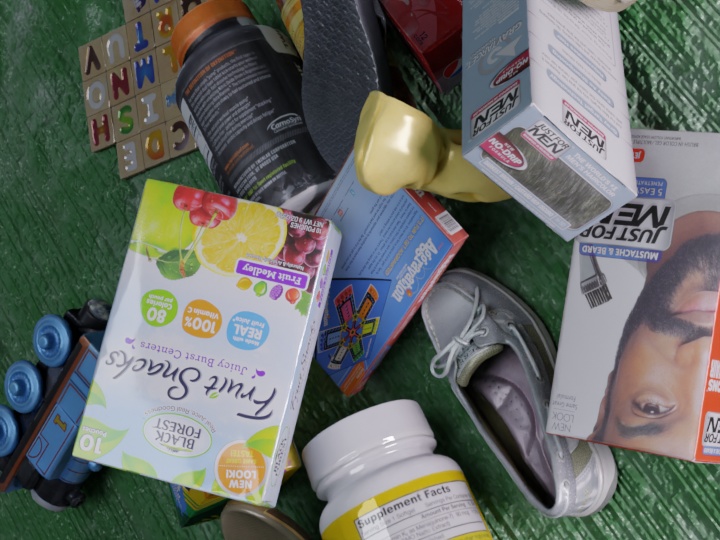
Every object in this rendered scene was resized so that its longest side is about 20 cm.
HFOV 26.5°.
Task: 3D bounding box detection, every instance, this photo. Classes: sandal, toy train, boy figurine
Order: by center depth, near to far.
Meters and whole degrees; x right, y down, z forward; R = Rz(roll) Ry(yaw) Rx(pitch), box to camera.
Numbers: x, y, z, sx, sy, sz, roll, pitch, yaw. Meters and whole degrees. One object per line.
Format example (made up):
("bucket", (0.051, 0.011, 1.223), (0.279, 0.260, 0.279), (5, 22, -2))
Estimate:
("boy figurine", (0.059, -0.079, 1.012), (0.124, 0.199, 0.065), (24, 103, 40))
("sandal", (-0.007, -0.169, 1.080), (0.075, 0.043, 0.203), (3, 104, 41))
("sandal", (-0.060, 0.265, 1.147), (0.079, 0.054, 0.202), (-2, 110, 29))
("toy train", (-0.254, 0.122, 1.338), (0.114, 0.086, 0.201), (45, 115, 25))

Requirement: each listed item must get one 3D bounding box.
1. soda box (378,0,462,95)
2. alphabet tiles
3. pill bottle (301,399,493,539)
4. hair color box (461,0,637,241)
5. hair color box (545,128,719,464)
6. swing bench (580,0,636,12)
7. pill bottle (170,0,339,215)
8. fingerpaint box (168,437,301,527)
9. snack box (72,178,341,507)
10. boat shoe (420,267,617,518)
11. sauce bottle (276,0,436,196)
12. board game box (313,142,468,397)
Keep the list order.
("soda box", (0.025, -0.228, 1.118), (0.063, 0.070, 0.201), (-36, 64, 2))
("alphabet tiles", (-0.175, -0.178, 1.332), (0.199, 0.008, 0.169), (-17, 78, 38))
("pill bottle", (0.038, 0.201, 1.072), (0.114, 0.114, 0.202), (-38, 65, 32))
("hair color box", (0.117, -0.128, 0.971), (0.060, 0.099, 0.201), (-34, 35, 33))
("hair color box", (0.191, 0.014, 0.974), (0.110, 0.064, 0.203), (6, 87, 39))
("swing bench", (0.204, -0.293, 0.949), (0.198, 0.129, 0.202), (-31, 75, 34))
("pill bottle", (-0.077, -0.115, 1.185), (0.106, 0.106, 0.201), (-42, 64, 30))
("fingerpaint box", (-0.122, 0.081, 1.186), (0.167, 0.073, 0.202), (130, 126, -66))
("snack box", (-0.105, 0.050, 1.071), (0.141, 0.053, 0.202), (13, 81, 11))
("boat shoe", (0.100, 0.082, 1.057), (0.074, 0.064, 0.203), (-44, 63, 29))
("sauce bottle", (0.001, -0.139, 1.147), (0.066, 0.066, 0.201), (-41, 63, 31))
("board game box", (0.000, 0.000, 1.114), (0.103, 0.019, 0.201), (49, 139, 15))
